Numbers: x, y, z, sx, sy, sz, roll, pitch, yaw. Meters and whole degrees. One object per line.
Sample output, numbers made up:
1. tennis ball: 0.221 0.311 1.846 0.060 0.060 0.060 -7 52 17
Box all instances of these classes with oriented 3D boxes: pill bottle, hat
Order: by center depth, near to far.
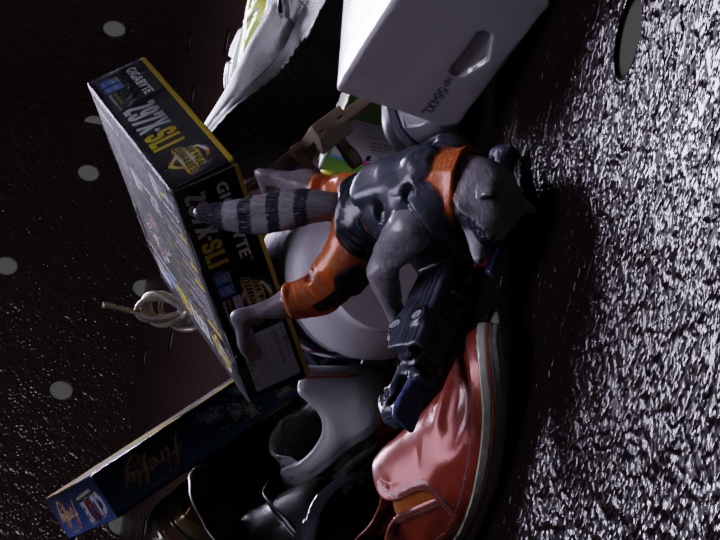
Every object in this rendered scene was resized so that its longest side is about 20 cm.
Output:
1. pill bottle: 0.000 0.000 1.409 0.200 0.111 0.114 170 109 -79
2. hat: -0.024 0.182 1.410 0.081 0.201 0.201 -37 15 3

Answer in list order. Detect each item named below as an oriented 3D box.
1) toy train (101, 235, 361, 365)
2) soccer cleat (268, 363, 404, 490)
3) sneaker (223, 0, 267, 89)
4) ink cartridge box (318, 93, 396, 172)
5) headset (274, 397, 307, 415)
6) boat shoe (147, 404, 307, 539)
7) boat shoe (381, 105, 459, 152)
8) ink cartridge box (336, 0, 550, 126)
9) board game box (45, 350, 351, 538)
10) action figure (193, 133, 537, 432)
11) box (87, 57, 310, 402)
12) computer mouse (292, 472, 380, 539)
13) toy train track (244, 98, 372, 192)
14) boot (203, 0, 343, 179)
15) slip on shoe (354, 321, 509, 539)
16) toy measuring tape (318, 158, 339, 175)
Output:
1. toy train: -0.084 -0.005 1.656 0.085 0.198 0.117 121 161 -65
2. soccer cleat: -0.026 0.138 1.507 0.069 0.084 0.201 -92 15 -48
3. sneaker: -0.044 -0.198 1.563 0.090 0.077 0.202 -145 60 -71
4. ink cartridge box: 0.009 -0.124 1.580 0.200 0.075 0.149 117 160 -57
5. headset: -0.045 0.092 1.778 0.200 0.093 0.124 -122 45 -53
6. boat shoe: -0.063 0.143 1.561 0.200 0.076 0.074 -34 -16 -47
7. boat shoe: 0.051 -0.171 1.448 0.067 0.073 0.202 -40 49 53
8. ink cartridge box: 0.052 -0.213 1.339 0.146 0.084 0.201 126 154 -49
9. board game box: -0.112 0.111 1.530 0.035 0.199 0.135 57 156 -1
10. action figure: 0.005 -0.009 1.219 0.192 0.105 0.201 -17 39 32
11. box: -0.106 -0.030 1.431 0.200 0.049 0.161 48 161 58
12. computer mouse: -0.017 0.214 1.294 0.053 0.138 0.201 -39 31 54
13. toy train track: -0.026 -0.068 1.446 0.114 0.033 0.200 -38 -1 -11
14. boot: -0.049 -0.165 1.488 0.200 0.067 0.131 -50 39 27
15. slip on shoe: 0.039 0.112 1.229 0.074 0.061 0.201 -89 15 -52
16. toy measuring tape: -0.013 -0.156 1.739 0.074 0.073 0.202 -115 34 -73
